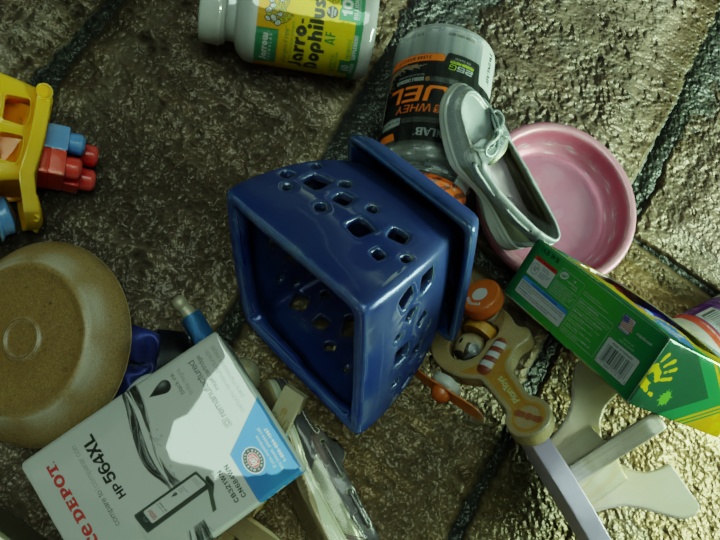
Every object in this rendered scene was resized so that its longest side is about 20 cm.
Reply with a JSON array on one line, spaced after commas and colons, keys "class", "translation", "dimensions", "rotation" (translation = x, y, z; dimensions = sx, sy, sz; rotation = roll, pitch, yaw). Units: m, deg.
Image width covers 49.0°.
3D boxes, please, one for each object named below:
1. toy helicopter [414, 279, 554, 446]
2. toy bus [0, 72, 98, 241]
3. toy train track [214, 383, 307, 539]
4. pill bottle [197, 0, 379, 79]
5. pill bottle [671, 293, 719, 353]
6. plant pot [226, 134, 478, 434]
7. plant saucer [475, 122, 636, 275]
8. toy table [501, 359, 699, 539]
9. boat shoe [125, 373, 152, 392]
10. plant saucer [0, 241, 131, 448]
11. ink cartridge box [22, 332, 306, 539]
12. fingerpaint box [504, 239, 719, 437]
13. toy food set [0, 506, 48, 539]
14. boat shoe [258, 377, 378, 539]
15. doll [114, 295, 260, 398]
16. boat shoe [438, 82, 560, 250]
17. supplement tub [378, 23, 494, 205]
[{"class": "toy helicopter", "translation": [0.129, 0.109, 0.818], "dimensions": [0.131, 0.079, 0.201], "rotation": [-31, 36, -1]}, {"class": "toy bus", "translation": [-0.369, -0.098, 0.806], "dimensions": [0.189, 0.135, 0.204], "rotation": [13, 73, -24]}, {"class": "toy train track", "translation": [-0.103, 0.203, 0.773], "dimensions": [0.114, 0.032, 0.202], "rotation": [30, 100, 15]}, {"class": "pill bottle", "translation": [-0.084, -0.292, 0.914], "dimensions": [0.196, 0.113, 0.115], "rotation": [7, 72, -9]}, {"class": "pill bottle", "translation": [0.447, 0.074, 0.911], "dimensions": [0.197, 0.112, 0.113], "rotation": [-22, 79, -16]}, {"class": "plant pot", "translation": [0.000, 0.000, 0.781], "dimensions": [0.179, 0.202, 0.199], "rotation": [-34, 57, -26]}, {"class": "plant saucer", "translation": [0.228, -0.075, 0.944], "dimensions": [0.196, 0.051, 0.205], "rotation": [3, 74, -10]}, {"class": "toy table", "translation": [0.245, 0.196, 0.814], "dimensions": [0.116, 0.184, 0.202], "rotation": [-31, 83, -1]}, {"class": "boat shoe", "translation": [-0.209, 0.203, 0.766], "dimensions": [0.067, 0.057, 0.204], "rotation": [5, 79, -1]}, {"class": "plant saucer", "translation": [-0.319, 0.068, 0.765], "dimensions": [0.196, 0.035, 0.204], "rotation": [-2, 79, 12]}, {"class": "ink cartridge box", "translation": [-0.168, 0.174, 0.700], "dimensions": [0.199, 0.084, 0.147], "rotation": [-34, 81, -8]}, {"class": "fingerpaint box", "translation": [0.271, 0.065, 0.805], "dimensions": [0.165, 0.200, 0.074], "rotation": [23, 106, -35]}, {"class": "toy food set", "translation": [-0.296, 0.273, 0.692], "dimensions": [0.198, 0.144, 0.061], "rotation": [35, 71, 0]}, {"class": "boat shoe", "translation": [-0.045, 0.200, 0.805], "dimensions": [0.064, 0.072, 0.202], "rotation": [-17, 72, -30]}, {"class": "doll", "translation": [-0.199, 0.093, 0.811], "dimensions": [0.196, 0.048, 0.139], "rotation": [12, 84, -9]}, {"class": "boat shoe", "translation": [0.147, -0.107, 0.829], "dimensions": [0.075, 0.064, 0.204], "rotation": [-48, 121, -33]}, {"class": "supplement tub", "translation": [0.084, -0.164, 0.904], "dimensions": [0.120, 0.123, 0.204], "rotation": [12, 72, -7]}]
